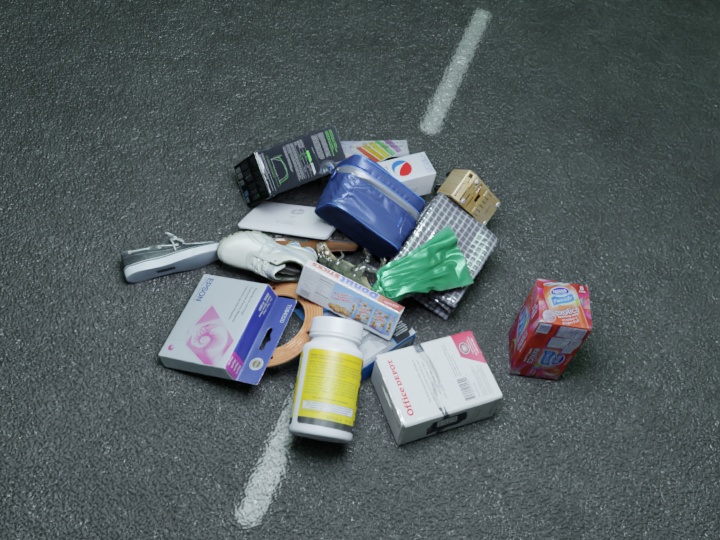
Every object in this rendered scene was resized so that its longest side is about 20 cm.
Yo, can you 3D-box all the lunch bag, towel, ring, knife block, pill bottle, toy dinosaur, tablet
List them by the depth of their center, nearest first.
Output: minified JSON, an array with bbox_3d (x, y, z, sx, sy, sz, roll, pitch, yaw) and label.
[{"bbox_3d":[-0.055,0.189,1.404,0.112,0.114,0.204,9,75,-1],"label":"pill bottle"},{"bbox_3d":[-0.163,0.100,1.511,0.197,0.019,0.203,-9,46,9],"label":"ring"},{"bbox_3d":[0.015,-0.134,1.554,0.199,0.135,0.134,34,75,-17],"label":"lunch bag"},{"bbox_3d":[0.000,0.000,1.562,0.088,0.048,0.199,-38,57,-20],"label":"toy dinosaur"},{"bbox_3d":[0.161,-0.031,1.596,0.165,0.086,0.201,37,70,-4],"label":"towel"},{"bbox_3d":[-0.135,-0.105,1.645,0.197,0.014,0.130,9,30,18],"label":"tablet"},{"bbox_3d":[0.197,-0.172,1.683,0.175,0.199,0.064,38,93,36],"label":"knife block"}]

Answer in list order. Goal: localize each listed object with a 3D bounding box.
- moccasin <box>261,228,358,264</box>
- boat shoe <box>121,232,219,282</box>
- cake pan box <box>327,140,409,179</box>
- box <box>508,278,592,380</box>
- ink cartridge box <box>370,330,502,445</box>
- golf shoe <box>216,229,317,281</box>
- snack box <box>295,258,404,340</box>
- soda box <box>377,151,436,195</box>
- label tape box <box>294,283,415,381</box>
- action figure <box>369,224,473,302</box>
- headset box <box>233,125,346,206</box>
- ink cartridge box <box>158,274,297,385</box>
[{"bbox_3d":[-0.103,-0.046,1.631,0.198,0.079,0.074,-6,29,-7],"label":"moccasin"},{"bbox_3d":[-0.367,-0.035,1.581,0.196,0.074,0.069,-17,72,-8],"label":"boat shoe"},{"bbox_3d":[0.026,-0.202,1.775,0.196,0.053,0.187,-1,57,-9],"label":"cake pan box"},{"bbox_3d":[0.346,0.113,1.500,0.098,0.201,0.097,8,55,-2],"label":"box"},{"bbox_3d":[0.134,0.211,1.470,0.197,0.085,0.146,-13,57,-18],"label":"ink cartridge box"},{"bbox_3d":[-0.180,-0.021,1.550,0.196,0.080,0.098,7,25,-6],"label":"golf shoe"},{"bbox_3d":[-0.021,0.054,1.480,0.198,0.073,0.024,27,38,6],"label":"snack box"},{"bbox_3d":[0.055,-0.183,1.693,0.197,0.069,0.064,-15,59,-18],"label":"soda box"},{"bbox_3d":[-0.013,0.098,1.543,0.143,0.064,0.200,-30,64,-27],"label":"label tape box"},{"bbox_3d":[0.101,0.007,1.508,0.197,0.055,0.120,-22,81,-16],"label":"action figure"},{"bbox_3d":[-0.140,-0.217,1.675,0.198,0.174,0.094,-24,97,-23],"label":"headset box"},{"bbox_3d":[-0.242,0.103,1.486,0.197,0.044,0.198,7,51,21],"label":"ink cartridge box"}]
